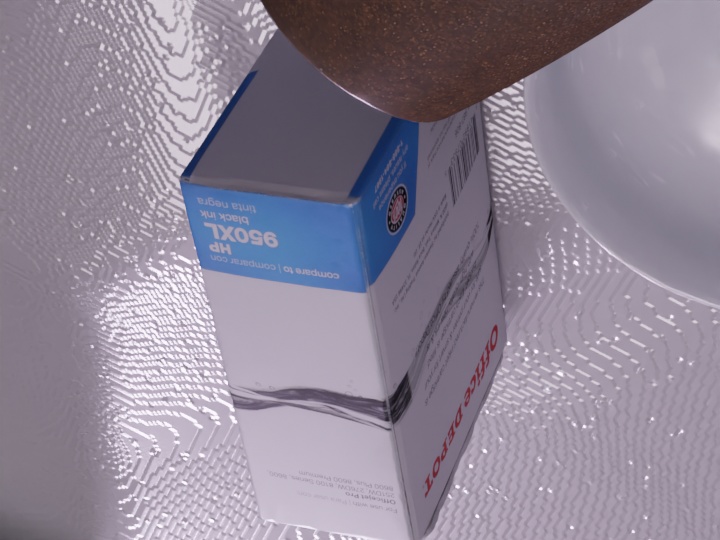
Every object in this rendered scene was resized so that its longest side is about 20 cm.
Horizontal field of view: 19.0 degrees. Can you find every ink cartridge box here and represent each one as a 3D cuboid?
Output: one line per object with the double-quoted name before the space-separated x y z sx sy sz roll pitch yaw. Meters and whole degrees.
"ink cartridge box" 0.000 0.000 0.956 0.084 0.145 0.201 7 132 20

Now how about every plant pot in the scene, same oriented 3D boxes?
"plant pot" 0.054 -0.153 0.730 0.187 0.187 0.200 37 119 -10

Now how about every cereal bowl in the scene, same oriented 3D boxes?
"cereal bowl" 0.169 -0.080 0.851 0.199 0.083 0.201 13 134 14
